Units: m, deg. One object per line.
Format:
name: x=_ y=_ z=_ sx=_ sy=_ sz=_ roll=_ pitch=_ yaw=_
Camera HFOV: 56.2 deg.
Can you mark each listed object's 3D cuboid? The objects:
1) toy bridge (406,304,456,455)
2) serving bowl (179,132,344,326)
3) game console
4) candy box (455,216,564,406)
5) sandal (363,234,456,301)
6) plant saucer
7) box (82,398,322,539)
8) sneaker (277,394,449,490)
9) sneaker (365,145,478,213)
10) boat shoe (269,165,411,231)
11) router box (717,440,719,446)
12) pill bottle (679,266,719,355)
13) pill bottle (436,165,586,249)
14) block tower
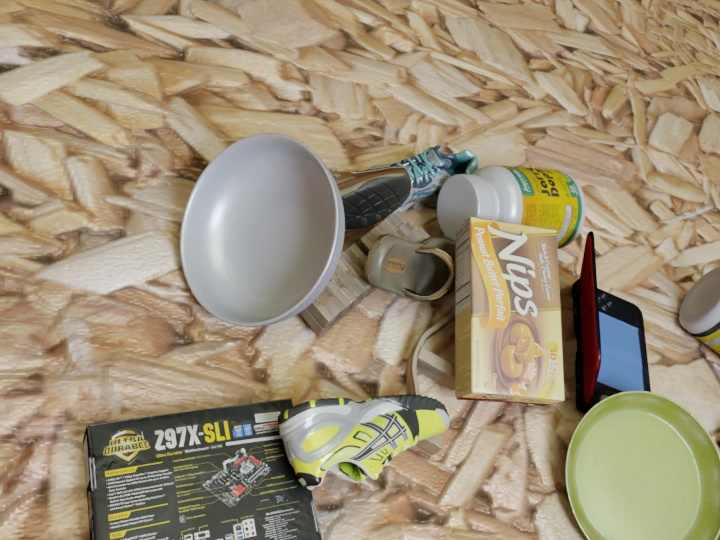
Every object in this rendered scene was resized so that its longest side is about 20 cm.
toy bridge: x=0.089 y=0.116 z=0.795 sx=0.066 sy=0.027 sz=0.202 roll=29 pitch=52 yaw=-4
serving bowl: x=-0.098 y=-0.039 z=0.725 sx=0.203 sy=0.198 sz=0.066 roll=63 pitch=17 yaw=20
game console: x=0.339 y=0.082 z=0.883 sx=0.169 sy=0.119 sz=0.204 roll=21 pitch=53 yaw=-12
candy box: x=0.170 y=0.048 z=0.783 sx=0.112 sy=0.055 sz=0.206 roll=7 pitch=71 yaw=-13
sandal: x=0.079 y=0.000 z=0.803 sx=0.053 sy=0.083 sz=0.198 roll=16 pitch=6 yaw=36
plant saucer: x=0.330 y=0.247 z=0.794 sx=0.194 sy=0.031 sz=0.206 roll=2 pitch=75 yaw=-5
box: x=-0.140 y=0.211 z=0.609 sx=0.195 sy=0.050 sz=0.163 roll=-3 pitch=59 yaw=-27
sneaker: x=0.009 y=0.169 z=0.669 sx=0.196 sy=0.075 sz=0.078 roll=2 pitch=66 yaw=-33
sneaker: x=0.075 y=-0.132 z=0.907 sx=0.196 sy=0.087 sz=0.079 roll=-13 pitch=65 yaw=-32
boat shoe: x=-0.035 y=-0.091 z=0.816 sx=0.196 sy=0.076 sz=0.075 roll=-20 pitch=57 yaw=-16
router box: x=0.605 y=0.292 z=0.924 sx=0.154 sy=0.052 sz=0.203 roll=-13 pitch=67 yaw=-33
pill bottle: x=0.588 y=0.094 z=1.003 sx=0.198 sy=0.113 sz=0.113 roll=36 pitch=51 yaw=-1
pill bottle: x=0.202 y=-0.083 z=0.912 sx=0.196 sy=0.113 sz=0.115 roll=-2 pitch=60 yaw=-34
block tower: x=0.000 y=0.000 z=0.808 sx=0.058 sy=0.054 sz=0.199 roll=47 pitch=51 yaw=8
